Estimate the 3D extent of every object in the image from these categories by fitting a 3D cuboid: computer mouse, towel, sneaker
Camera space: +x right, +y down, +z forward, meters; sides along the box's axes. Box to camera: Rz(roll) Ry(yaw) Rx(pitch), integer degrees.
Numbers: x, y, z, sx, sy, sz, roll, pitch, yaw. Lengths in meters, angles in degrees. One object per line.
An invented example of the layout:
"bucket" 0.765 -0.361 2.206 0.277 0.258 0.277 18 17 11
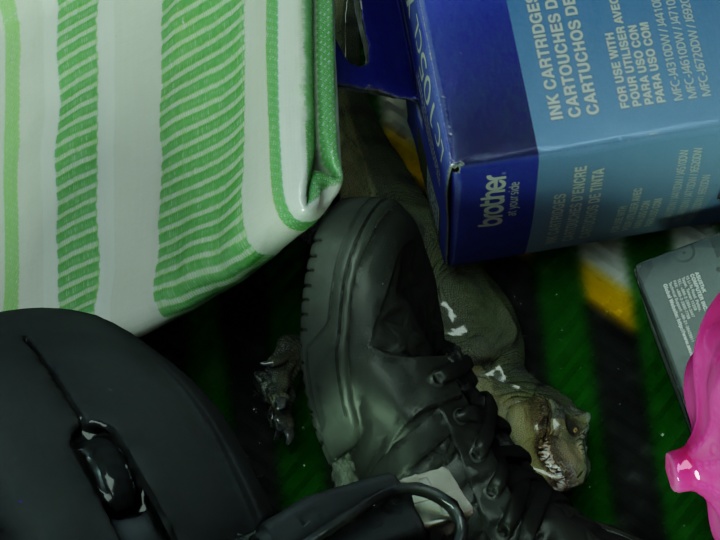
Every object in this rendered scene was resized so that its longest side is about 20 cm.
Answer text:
"computer mouse" -0.073 0.049 0.744 0.138 0.053 0.200 -16 24 -28
"towel" -0.079 -0.048 0.842 0.200 0.023 0.153 -25 59 41
"sneaker" 0.044 0.078 0.770 0.104 0.060 0.201 0 99 23

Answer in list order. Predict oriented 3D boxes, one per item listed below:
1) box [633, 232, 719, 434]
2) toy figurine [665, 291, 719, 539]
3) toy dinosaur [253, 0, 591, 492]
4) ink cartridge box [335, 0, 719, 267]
"box" 0.185 0.064 0.781 0.157 0.051 0.201 -21 65 4
"toy figurine" 0.174 0.024 0.720 0.200 0.150 0.184 40 95 -7
"toy dinosaur" 0.000 0.000 0.852 0.088 0.048 0.201 -21 64 -12
"ink cartridge box" 0.080 -0.083 0.830 0.199 0.076 0.137 -10 66 -3
